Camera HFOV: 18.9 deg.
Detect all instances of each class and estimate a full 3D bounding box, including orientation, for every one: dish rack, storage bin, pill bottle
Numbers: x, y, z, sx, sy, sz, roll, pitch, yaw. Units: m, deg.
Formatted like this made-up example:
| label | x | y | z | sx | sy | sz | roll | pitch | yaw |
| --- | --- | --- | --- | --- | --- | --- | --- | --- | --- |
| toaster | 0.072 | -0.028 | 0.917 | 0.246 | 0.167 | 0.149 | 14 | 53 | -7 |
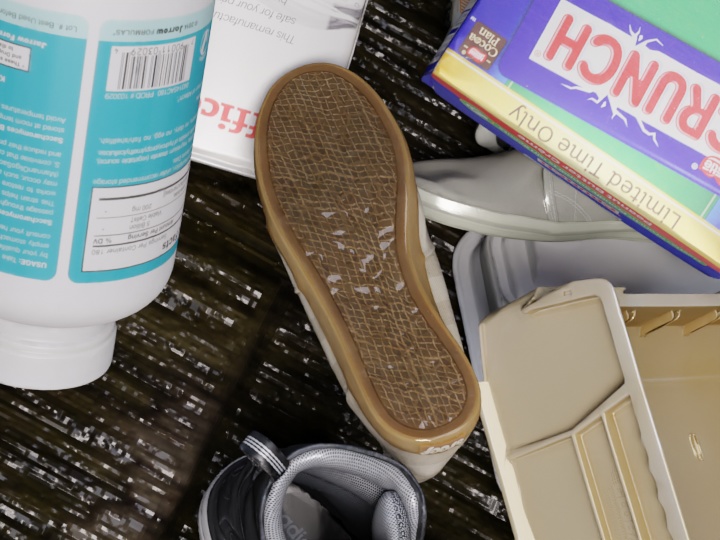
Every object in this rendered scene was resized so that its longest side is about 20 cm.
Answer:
| label | x | y | z | sx | sy | sz | roll | pitch | yaw |
| --- | --- | --- | --- | --- | --- | --- | --- | --- | --- |
| dish rack | 0.152 | 0.043 | 1.066 | 0.199 | 0.044 | 0.172 | 2 | 60 | -21 |
| storage bin | 0.166 | 0.098 | 0.928 | 0.200 | 0.094 | 0.199 | 0 | 68 | -41 |
| pill bottle | -0.125 | -0.054 | 0.904 | 0.110 | 0.201 | 0.111 | 10 | 24 | -4 |

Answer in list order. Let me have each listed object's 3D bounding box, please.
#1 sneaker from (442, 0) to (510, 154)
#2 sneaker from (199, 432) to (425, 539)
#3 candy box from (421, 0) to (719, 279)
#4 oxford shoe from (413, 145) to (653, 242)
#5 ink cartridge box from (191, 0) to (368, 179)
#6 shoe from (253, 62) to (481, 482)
| label | x | y | z | sx | sy | sz | roll | pitch | yaw |
| --- | --- | --- | --- | --- | --- | --- | --- | --- | --- |
| sneaker | 0.069 | -0.148 | 1.123 | 0.074 | 0.080 | 0.200 | 37 | 33 | -60 |
| sneaker | 0.016 | 0.144 | 0.882 | 0.200 | 0.114 | 0.075 | 42 | 71 | 8 |
| candy box | 0.151 | -0.123 | 0.983 | 0.169 | 0.077 | 0.200 | 33 | 92 | -1 |
| oxford shoe | 0.108 | -0.047 | 1.055 | 0.199 | 0.058 | 0.075 | 1 | 23 | -18 |
| ink cartridge box | -0.070 | -0.152 | 1.010 | 0.146 | 0.083 | 0.201 | 16 | 90 | -13 |
| shoe | 0.000 | 0.000 | 0.937 | 0.070 | 0.053 | 0.200 | -14 | 61 | -6 |
